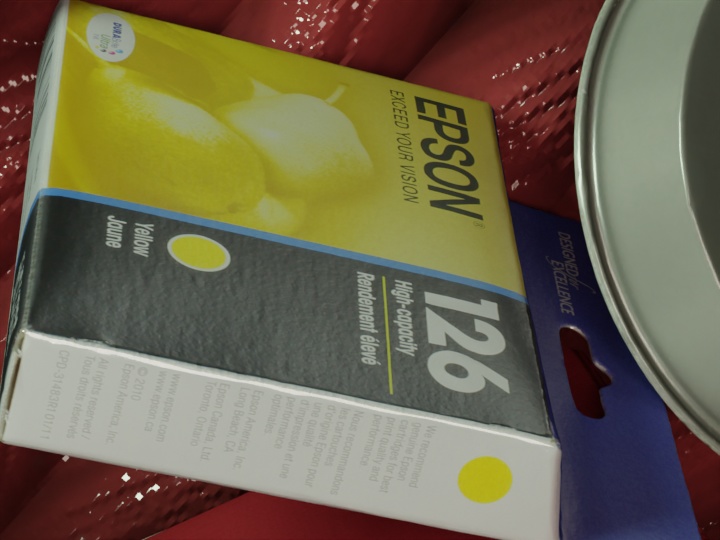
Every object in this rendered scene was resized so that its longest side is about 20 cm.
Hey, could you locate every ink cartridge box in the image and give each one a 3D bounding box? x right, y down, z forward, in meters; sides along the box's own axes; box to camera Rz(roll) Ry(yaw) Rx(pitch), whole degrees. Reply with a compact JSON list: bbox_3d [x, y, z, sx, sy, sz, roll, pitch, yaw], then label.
[{"bbox_3d":[0.000,0.000,0.783,0.200,0.198,0.047,11,119,-10],"label":"ink cartridge box"}]

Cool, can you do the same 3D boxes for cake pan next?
[{"bbox_3d":[0.157,-0.028,0.833,0.200,0.037,0.200,6,78,-30],"label":"cake pan"}]

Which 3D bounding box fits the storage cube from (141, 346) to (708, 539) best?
[{"bbox_3d":[0.042,0.163,0.809,0.200,0.180,0.171,-25,125,-3],"label":"storage cube"}]
